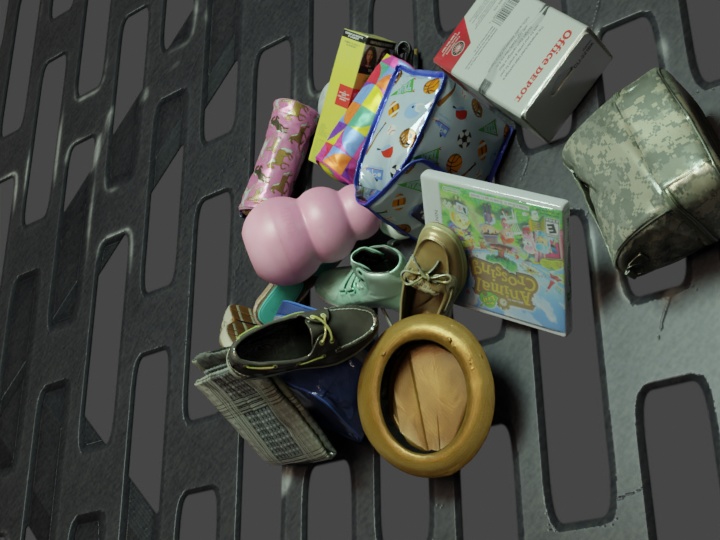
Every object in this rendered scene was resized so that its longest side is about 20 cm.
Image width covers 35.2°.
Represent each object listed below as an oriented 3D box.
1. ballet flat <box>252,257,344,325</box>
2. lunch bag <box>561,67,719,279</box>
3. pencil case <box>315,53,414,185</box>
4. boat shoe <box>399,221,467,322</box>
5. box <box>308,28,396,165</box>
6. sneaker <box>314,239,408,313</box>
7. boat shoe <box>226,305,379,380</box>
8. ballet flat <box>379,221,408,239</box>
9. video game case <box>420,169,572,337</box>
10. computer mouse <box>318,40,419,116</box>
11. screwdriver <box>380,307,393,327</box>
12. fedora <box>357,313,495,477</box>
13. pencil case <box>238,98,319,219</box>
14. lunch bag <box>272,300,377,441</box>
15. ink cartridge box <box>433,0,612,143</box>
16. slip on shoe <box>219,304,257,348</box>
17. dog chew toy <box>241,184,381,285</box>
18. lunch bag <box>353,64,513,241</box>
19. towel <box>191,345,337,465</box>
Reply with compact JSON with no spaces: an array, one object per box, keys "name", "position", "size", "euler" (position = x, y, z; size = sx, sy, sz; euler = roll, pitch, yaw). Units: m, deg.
[{"name":"ballet flat","position":[-0.088,0.000,1.669],"size":[0.200,0.068,0.067],"euler":[-46,10,-3]},{"name":"lunch bag","position":[0.333,-0.109,1.313],"size":[0.167,0.139,0.201],"euler":[-34,51,23]},{"name":"pencil case","position":[0.021,-0.211,1.619],"size":[0.200,0.088,0.088],"euler":[-53,46,0]},{"name":"boat shoe","position":[0.086,0.030,1.436],"size":[0.073,0.201,0.063],"euler":[24,44,24]},{"name":"box","position":[-0.013,-0.249,1.673],"size":[0.050,0.075,0.201],"euler":[28,107,34]},{"name":"sneaker","position":[0.000,0.000,1.551],"size":[0.199,0.118,0.074],"euler":[5,57,38]},{"name":"boat shoe","position":[-0.066,0.086,1.402],"size":[0.200,0.061,0.072],"euler":[-17,77,-13]},{"name":"ballet flat","position":[0.065,-0.140,1.614],"size":[0.069,0.069,0.201],"euler":[3,74,41]},{"name":"video game case","position":[0.166,-0.022,1.391],"size":[0.199,0.183,0.022],"euler":[16,39,34]},{"name":"computer mouse","position":[0.003,-0.277,1.737],"size":[0.199,0.044,0.110],"euler":[-16,62,34]},{"name":"screwdriver","position":[0.043,0.083,1.556],"size":[0.200,0.028,0.029],"euler":[58,138,47]},{"name":"fedora","position":[0.092,0.157,1.421],"size":[0.199,0.082,0.202],"euler":[-4,81,28]},{"name":"pencil case","position":[-0.125,-0.168,1.767],"size":[0.086,0.083,0.201],"euler":[3,73,51]},{"name":"lunch bag","position":[-0.052,0.124,1.530],"size":[0.199,0.136,0.133],"euler":[18,66,40]},{"name":"ink cartridge box","position":[0.217,-0.285,1.532],"size":[0.145,0.084,0.200],"euler":[-53,46,7]},{"name":"slip on shoe","position":[-0.175,0.106,1.652],"size":[0.200,0.076,0.061],"euler":[-127,55,-71]},{"name":"dog chew toy","position":[-0.061,-0.059,1.577],"size":[0.199,0.125,0.125],"euler":[-21,54,1]},{"name":"lunch bag","position":[0.093,-0.143,1.514],"size":[0.123,0.170,0.201],"euler":[19,82,48]},{"name":"towel","position":[-0.138,0.183,1.517],"size":[0.035,0.200,0.192],"euler":[-42,12,-29]}]
